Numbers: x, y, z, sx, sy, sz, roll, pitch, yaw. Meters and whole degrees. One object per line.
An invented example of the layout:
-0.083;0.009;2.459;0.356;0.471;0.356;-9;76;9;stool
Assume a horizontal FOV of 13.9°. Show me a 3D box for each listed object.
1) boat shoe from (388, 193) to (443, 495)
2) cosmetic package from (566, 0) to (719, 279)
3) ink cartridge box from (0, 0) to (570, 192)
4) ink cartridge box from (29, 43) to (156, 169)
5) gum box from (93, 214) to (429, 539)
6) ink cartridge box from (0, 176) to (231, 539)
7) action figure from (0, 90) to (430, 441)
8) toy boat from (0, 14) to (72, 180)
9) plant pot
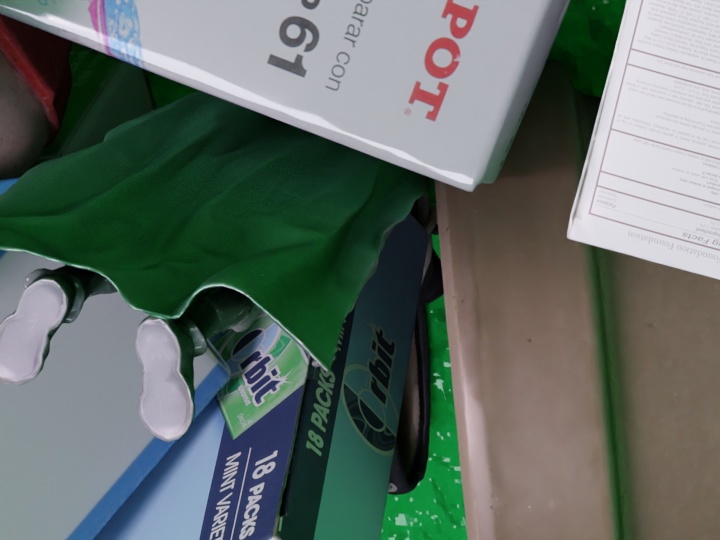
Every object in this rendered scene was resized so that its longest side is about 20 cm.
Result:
0.000;0.000;0.981;0.060;0.074;0.200;14;132;11;boat shoe
0.103;-0.067;0.800;0.051;0.200;0.083;17;111;8;cosmetic package
-0.031;-0.122;0.787;0.200;0.085;0.145;21;95;2;ink cartridge box
-0.165;0.002;1.038;0.200;0.083;0.147;0;125;19;ink cartridge box
-0.077;0.071;0.898;0.200;0.170;0.045;-29;119;28;gum box
-0.155;0.053;0.878;0.084;0.145;0.200;51;152;-22;ink cartridge box
-0.032;-0.012;0.802;0.118;0.200;0.055;21;113;13;action figure
-0.173;-0.110;0.934;0.200;0.131;0.131;12;154;28;toy boat
0.115;0.029;0.903;0.174;0.200;0.200;-5;125;2;plant pot
